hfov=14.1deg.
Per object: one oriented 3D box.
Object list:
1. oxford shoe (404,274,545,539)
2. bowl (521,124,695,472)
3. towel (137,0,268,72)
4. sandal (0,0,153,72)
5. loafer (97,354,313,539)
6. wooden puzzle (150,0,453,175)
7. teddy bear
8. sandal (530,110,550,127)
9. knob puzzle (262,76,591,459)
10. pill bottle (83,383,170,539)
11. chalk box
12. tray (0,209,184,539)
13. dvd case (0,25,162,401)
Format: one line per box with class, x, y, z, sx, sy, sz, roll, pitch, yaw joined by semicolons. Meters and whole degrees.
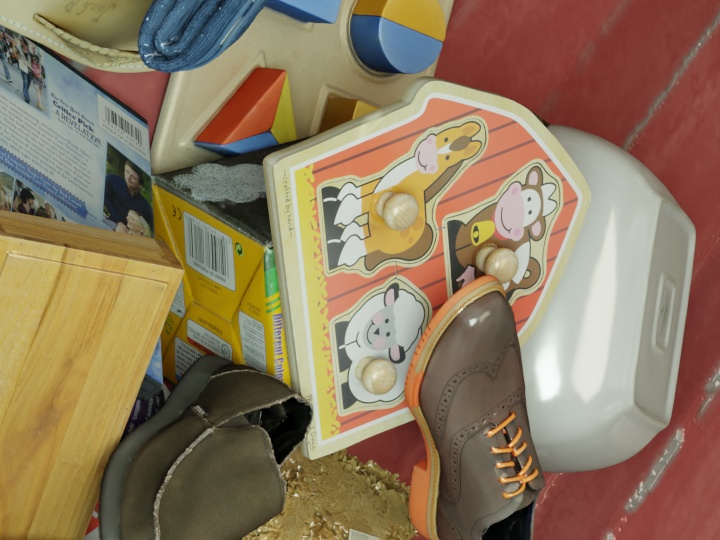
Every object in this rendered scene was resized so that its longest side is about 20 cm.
oxford shoe;0.071;0.085;1.539;0.071;0.073;0.200;-32;143;-25
bowl;0.147;0.024;1.739;0.200;0.075;0.200;31;68;-71
towel;-0.048;-0.173;1.501;0.049;0.112;0.200;35;32;-2
sandal;-0.133;-0.133;1.508;0.212;0.070;0.078;14;112;-43
loafer;-0.073;0.101;1.430;0.200;0.071;0.073;-63;151;-56
wooden puzzle;-0.022;-0.116;1.661;0.185;0.046;0.200;19;79;-41
teddy bear;-0.015;0.151;1.624;0.200;0.067;0.145;39;44;-5
sandal;0.069;-0.013;1.747;0.082;0.055;0.200;37;52;-26
knob puzzle;0.048;-0.008;1.532;0.219;0.030;0.220;-16;117;-33
pill bottle;-0.171;0.072;1.487;0.200;0.112;0.113;41;65;-35
chalk box;0.000;0.000;1.600;0.200;0.125;0.124;-15;118;-32
tray;-0.165;0.073;1.400;0.099;0.037;0.200;11;112;-29
dvd case;-0.159;-0.041;1.482;0.143;0.018;0.200;35;32;-35
